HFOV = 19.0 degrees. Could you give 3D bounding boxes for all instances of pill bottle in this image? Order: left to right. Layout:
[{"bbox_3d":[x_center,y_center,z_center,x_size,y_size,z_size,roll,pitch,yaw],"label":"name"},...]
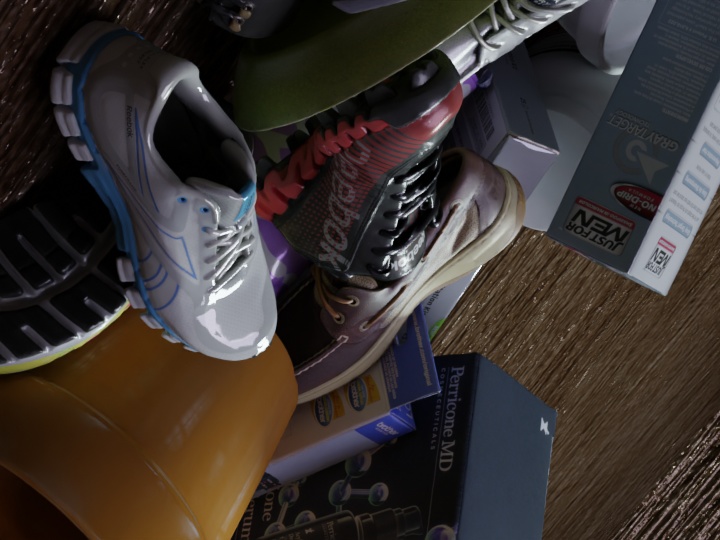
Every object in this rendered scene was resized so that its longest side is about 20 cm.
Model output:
[{"bbox_3d":[0.147,-0.104,1.427,0.113,0.113,0.200,-59,177,33],"label":"pill bottle"}]

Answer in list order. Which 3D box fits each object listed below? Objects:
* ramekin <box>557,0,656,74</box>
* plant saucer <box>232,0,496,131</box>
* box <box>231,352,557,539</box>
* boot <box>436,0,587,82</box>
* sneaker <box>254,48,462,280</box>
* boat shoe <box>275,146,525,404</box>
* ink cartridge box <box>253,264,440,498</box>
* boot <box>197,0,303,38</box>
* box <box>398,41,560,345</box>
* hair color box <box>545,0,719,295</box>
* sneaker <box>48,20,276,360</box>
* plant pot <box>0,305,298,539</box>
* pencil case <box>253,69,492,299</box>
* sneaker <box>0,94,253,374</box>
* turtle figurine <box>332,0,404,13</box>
[{"bbox_3d":[0.177,-0.230,1.329,0.200,0.105,0.201,-41,160,-18],"label":"ramekin"},{"bbox_3d":[0.010,-0.143,1.108,0.199,0.031,0.200,-31,-161,12],"label":"plant saucer"},{"bbox_3d":[0.005,0.145,1.321,0.107,0.199,0.150,38,53,-49],"label":"box"},{"bbox_3d":[0.075,-0.154,1.179,0.200,0.074,0.095,-48,-157,-16],"label":"boot"},{"bbox_3d":[0.011,-0.049,1.111,0.071,0.098,0.200,-40,-178,-30],"label":"sneaker"},{"bbox_3d":[0.000,0.000,1.227,0.199,0.072,0.072,-36,143,17],"label":"boat shoe"},{"bbox_3d":[-0.040,0.064,1.296,0.199,0.120,0.042,-26,146,23],"label":"ink cartridge box"},{"bbox_3d":[-0.056,-0.157,0.992,0.200,0.077,0.139,-19,145,-54],"label":"boot"},{"bbox_3d":[0.045,-0.050,1.345,0.041,0.156,0.201,20,123,-23],"label":"box"},{"bbox_3d":[0.191,-0.092,1.295,0.201,0.060,0.099,-65,157,2],"label":"hair color box"},{"bbox_3d":[-0.079,-0.028,1.051,0.075,0.086,0.201,-48,132,-27],"label":"sneaker"},{"bbox_3d":[-0.134,0.099,1.188,0.183,0.200,0.201,-48,165,-33],"label":"plant pot"},{"bbox_3d":[-0.020,-0.071,1.262,0.200,0.084,0.085,-45,-177,-2],"label":"pencil case"},{"bbox_3d":[-0.136,-0.005,1.138,0.200,0.078,0.090,-38,167,-22],"label":"sneaker"},{"bbox_3d":[0.120,-0.189,0.998,0.144,0.193,0.201,-41,155,-54],"label":"turtle figurine"}]
